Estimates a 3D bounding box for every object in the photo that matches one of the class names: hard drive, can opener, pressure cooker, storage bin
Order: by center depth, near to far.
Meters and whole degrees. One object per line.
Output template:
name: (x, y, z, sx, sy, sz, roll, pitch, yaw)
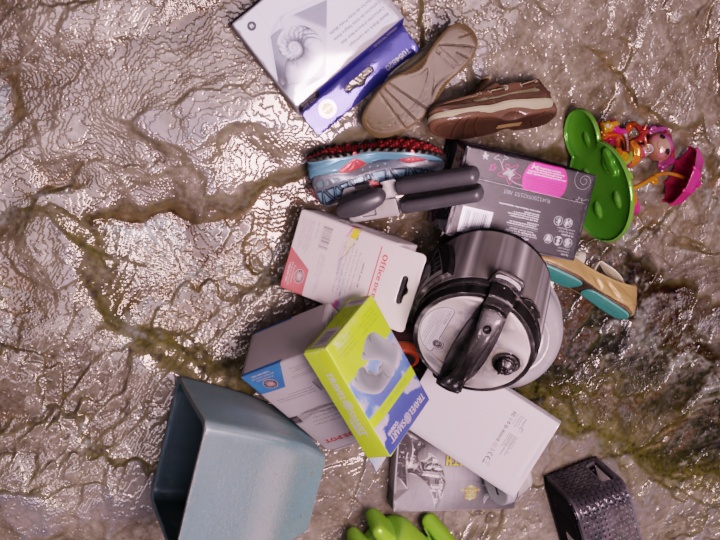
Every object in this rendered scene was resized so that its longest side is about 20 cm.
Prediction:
pressure cooker: (0.162, 0.059, 1.436, 0.177, 0.200, 0.177, -10, 121, 24)
can opener: (0.065, -0.096, 1.460, 0.198, 0.067, 0.054, -8, 116, 18)
hard drive: (0.168, 0.216, 1.550, 0.199, 0.027, 0.133, 32, 107, 11)
storage bin: (0.370, 0.411, 1.687, 0.093, 0.135, 0.201, -19, 105, -8)

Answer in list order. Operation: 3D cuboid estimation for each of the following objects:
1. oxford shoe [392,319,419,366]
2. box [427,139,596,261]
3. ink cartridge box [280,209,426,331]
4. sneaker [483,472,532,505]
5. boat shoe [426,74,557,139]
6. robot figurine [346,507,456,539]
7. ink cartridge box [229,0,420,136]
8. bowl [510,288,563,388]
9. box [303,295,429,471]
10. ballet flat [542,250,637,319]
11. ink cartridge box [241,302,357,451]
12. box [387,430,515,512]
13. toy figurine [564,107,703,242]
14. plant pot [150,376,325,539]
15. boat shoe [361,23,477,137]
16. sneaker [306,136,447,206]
oxford shoe: (-0.015, 0.108, 1.583, 0.198, 0.073, 0.071, -1, 144, -1)
box: (0.213, -0.102, 1.553, 0.198, 0.115, 0.133, 11, 101, -12)
ink cartridge box: (0.000, 0.000, 1.496, 0.199, 0.067, 0.117, 21, 100, 24)
sneaker: (0.207, 0.245, 1.609, 0.071, 0.073, 0.202, -20, 104, -37)
boat shoe: (0.179, -0.237, 1.534, 0.201, 0.075, 0.075, -8, 71, -25)
robot figurine: (0.067, 0.453, 1.640, 0.175, 0.116, 0.200, -45, 108, 1)
ink cartridge box: (-0.043, -0.320, 1.486, 0.199, 0.041, 0.200, -41, 107, -1)
bowl: (0.222, 0.095, 1.611, 0.199, 0.090, 0.203, -3, 103, -12)
box: (0.016, 0.150, 1.426, 0.122, 0.047, 0.201, -48, 117, -42)
ballet flat: (0.338, 0.006, 1.639, 0.199, 0.069, 0.063, 29, 72, -21)
ink cartridge box: (-0.045, 0.153, 1.511, 0.144, 0.085, 0.200, -22, 129, 30)
box: (0.144, 0.285, 1.656, 0.198, 0.048, 0.160, 2, 101, -13)
toy figurine: (0.416, -0.158, 1.599, 0.183, 0.150, 0.201, -14, 80, -23)
plant pot: (-0.165, 0.282, 1.520, 0.199, 0.196, 0.197, 10, 100, -23)
boat shoe: (0.081, -0.267, 1.522, 0.073, 0.063, 0.201, 41, 96, -13)
sneaker: (0.024, -0.135, 1.533, 0.198, 0.079, 0.096, -5, 113, -3)
